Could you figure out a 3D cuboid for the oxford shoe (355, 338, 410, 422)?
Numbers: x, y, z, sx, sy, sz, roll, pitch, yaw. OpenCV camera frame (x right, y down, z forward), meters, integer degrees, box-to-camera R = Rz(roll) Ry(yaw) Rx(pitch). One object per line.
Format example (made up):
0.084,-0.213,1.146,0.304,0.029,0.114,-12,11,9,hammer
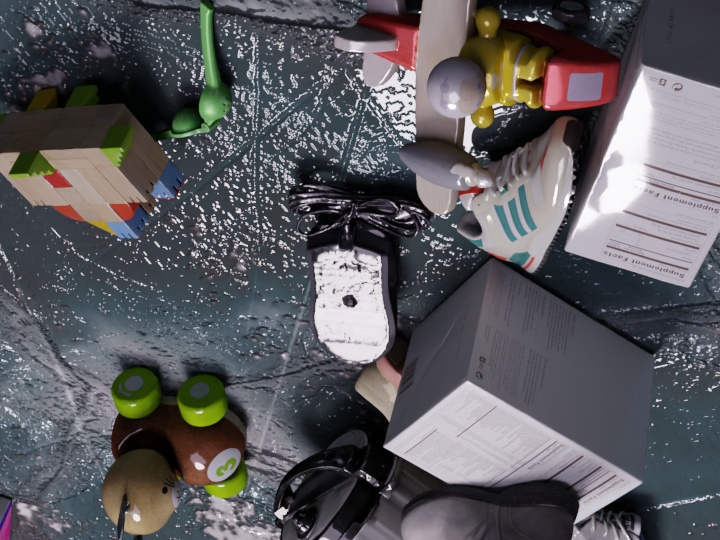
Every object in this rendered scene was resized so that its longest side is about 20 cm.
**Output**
0.082,0.156,1.372,0.200,0.071,0.074,44,124,-1,oxford shoe

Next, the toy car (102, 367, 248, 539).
-0.221,0.239,1.483,0.156,0.201,0.165,5,136,13,toy car

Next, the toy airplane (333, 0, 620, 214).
0.071,-0.162,1.020,0.198,0.141,0.200,-33,104,30,toy airplane

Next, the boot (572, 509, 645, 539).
0.260,0.274,1.470,0.095,0.074,0.201,-13,138,21,boot

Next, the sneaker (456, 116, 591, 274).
0.130,-0.067,1.134,0.092,0.071,0.200,18,153,3,sneaker

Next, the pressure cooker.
0.008,0.268,1.450,0.199,0.179,0.177,36,93,-15,pressure cooker

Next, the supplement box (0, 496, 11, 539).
-0.539,0.387,1.808,0.100,0.104,0.201,18,136,-2,supplement box

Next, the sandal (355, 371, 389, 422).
0.084,0.163,1.431,0.199,0.045,0.075,40,129,-2,sandal

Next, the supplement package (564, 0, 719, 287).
0.244,-0.103,1.047,0.108,0.114,0.201,16,138,2,supplement package

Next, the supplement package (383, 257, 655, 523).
0.154,0.126,1.281,0.199,0.153,0.151,30,137,-14,supplement package

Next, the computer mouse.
0.000,0.000,1.283,0.137,0.053,0.202,8,126,8,computer mouse

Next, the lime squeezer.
-0.156,-0.147,1.186,0.070,0.038,0.200,30,136,-14,lime squeezer

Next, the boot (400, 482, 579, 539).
0.106,0.271,1.241,0.199,0.133,0.070,-17,131,38,boot

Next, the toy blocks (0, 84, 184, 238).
-0.244,-0.086,1.233,0.198,0.101,0.137,1,145,34,toy blocks
